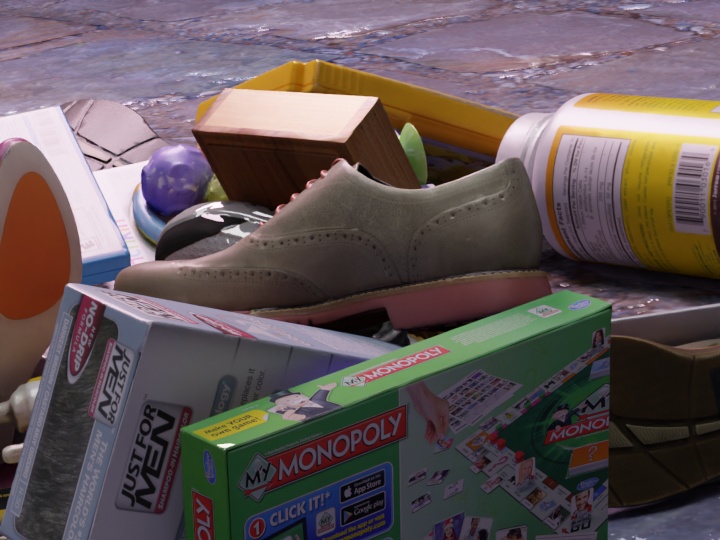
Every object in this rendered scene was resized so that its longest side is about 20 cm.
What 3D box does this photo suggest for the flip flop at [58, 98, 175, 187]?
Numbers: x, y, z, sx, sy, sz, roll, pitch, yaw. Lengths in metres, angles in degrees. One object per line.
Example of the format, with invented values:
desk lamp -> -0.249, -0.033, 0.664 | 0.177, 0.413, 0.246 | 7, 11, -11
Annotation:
flip flop -> -0.123, -0.042, 1.260 | 0.199, 0.058, 0.081 | 21, 44, 26

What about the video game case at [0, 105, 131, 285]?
video game case -> -0.231, -0.022, 1.136 | 0.199, 0.018, 0.143 | -13, 40, -16

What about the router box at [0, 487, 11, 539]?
router box -> -0.164, 0.141, 0.909 | 0.198, 0.053, 0.157 | -8, 16, -10

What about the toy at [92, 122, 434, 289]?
toy -> -0.059, -0.051, 1.185 | 0.198, 0.048, 0.115 | -10, 37, -19

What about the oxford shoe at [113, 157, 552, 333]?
oxford shoe -> -0.016, -0.008, 0.946 | 0.198, 0.075, 0.070 | -5, -4, 16

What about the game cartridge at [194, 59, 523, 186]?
game cartridge -> 0.009, -0.094, 1.530 | 0.199, 0.033, 0.176 | 12, -12, -25

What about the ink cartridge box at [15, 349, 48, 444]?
ink cartridge box -> -0.126, 0.052, 1.162 | 0.144, 0.085, 0.200 | 5, 17, 34

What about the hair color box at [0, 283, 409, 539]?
hair color box -> -0.032, 0.073, 0.865 | 0.199, 0.100, 0.060 | 12, 7, -42

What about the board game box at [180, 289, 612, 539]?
board game box -> 0.020, 0.097, 0.851 | 0.199, 0.136, 0.029 | -17, 24, -39

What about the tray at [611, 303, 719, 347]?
tray -> 0.146, 0.036, 1.154 | 0.106, 0.022, 0.200 | -9, -3, -9

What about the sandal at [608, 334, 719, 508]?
sandal -> 0.149, 0.065, 1.055 | 0.198, 0.081, 0.054 | -8, -1, -21

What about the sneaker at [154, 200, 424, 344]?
sneaker -> -0.029, 0.043, 1.053 | 0.199, 0.076, 0.088 | 36, 43, 16

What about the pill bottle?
pill bottle -> 0.185, -0.054, 1.402 | 0.199, 0.110, 0.109 | 9, 20, 41

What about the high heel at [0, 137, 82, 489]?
high heel -> -0.181, 0.032, 1.039 | 0.096, 0.202, 0.067 | 17, 25, 41

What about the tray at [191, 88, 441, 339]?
tray -> 0.000, 0.000, 1.108 | 0.098, 0.201, 0.037 | 7, 46, 39

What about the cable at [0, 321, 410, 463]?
cable -> -0.067, 0.050, 0.970 | 0.199, 0.051, 0.097 | -21, 21, -12
